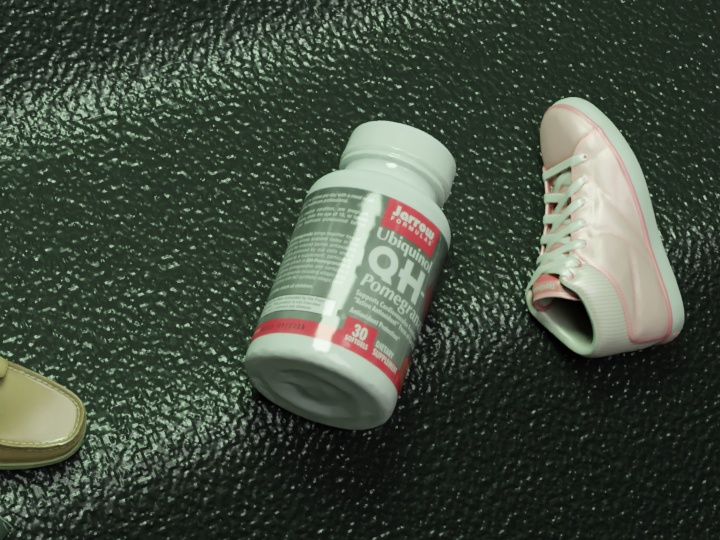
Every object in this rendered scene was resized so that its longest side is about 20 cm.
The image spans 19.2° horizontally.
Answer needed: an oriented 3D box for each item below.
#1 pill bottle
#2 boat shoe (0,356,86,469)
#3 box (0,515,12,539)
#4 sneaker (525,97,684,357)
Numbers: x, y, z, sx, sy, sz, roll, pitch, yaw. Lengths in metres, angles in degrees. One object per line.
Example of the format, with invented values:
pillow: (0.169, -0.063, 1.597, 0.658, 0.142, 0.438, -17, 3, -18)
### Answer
pill bottle: (0.000, 0.000, 1.490, 0.110, 0.111, 0.201, 26, 64, -13)
boat shoe: (-0.269, 0.079, 1.373, 0.198, 0.066, 0.075, 14, 68, -18)
box: (-0.338, 0.182, 1.271, 0.149, 0.124, 0.200, 47, 60, -7)
sneaker: (0.163, -0.028, 1.588, 0.104, 0.075, 0.202, -18, 84, -32)
